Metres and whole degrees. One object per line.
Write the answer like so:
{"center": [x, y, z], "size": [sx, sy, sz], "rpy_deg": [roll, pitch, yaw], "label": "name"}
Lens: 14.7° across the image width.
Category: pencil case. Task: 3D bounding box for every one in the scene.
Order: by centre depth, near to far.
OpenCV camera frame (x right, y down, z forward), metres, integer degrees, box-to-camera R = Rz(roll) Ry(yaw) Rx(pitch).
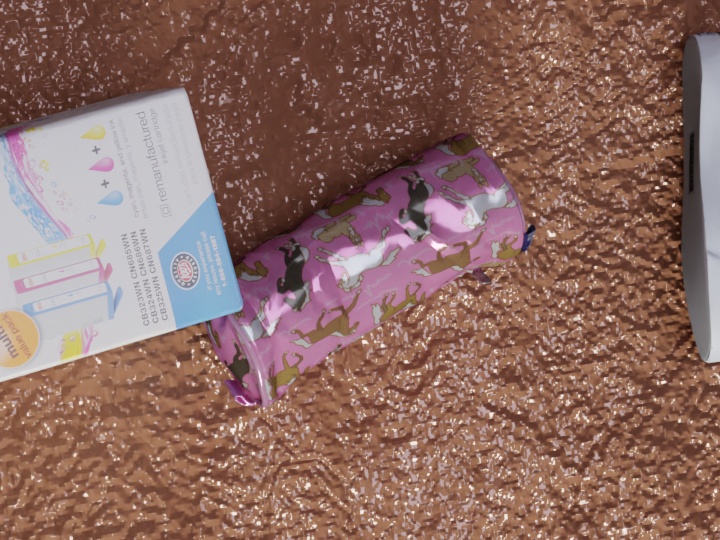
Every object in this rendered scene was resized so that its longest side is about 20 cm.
{"center": [0.000, 0.000, 1.612], "size": [0.199, 0.083, 0.087], "rpy_deg": [-29, 90, -17], "label": "pencil case"}

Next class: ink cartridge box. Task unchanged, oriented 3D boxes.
{"center": [-0.187, -0.012, 1.521], "size": [0.199, 0.125, 0.129], "rpy_deg": [-17, 97, -19], "label": "ink cartridge box"}

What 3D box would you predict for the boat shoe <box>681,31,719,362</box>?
{"center": [0.233, -0.045, 1.700], "size": [0.068, 0.074, 0.200], "rpy_deg": [0, 82, -5], "label": "boat shoe"}
